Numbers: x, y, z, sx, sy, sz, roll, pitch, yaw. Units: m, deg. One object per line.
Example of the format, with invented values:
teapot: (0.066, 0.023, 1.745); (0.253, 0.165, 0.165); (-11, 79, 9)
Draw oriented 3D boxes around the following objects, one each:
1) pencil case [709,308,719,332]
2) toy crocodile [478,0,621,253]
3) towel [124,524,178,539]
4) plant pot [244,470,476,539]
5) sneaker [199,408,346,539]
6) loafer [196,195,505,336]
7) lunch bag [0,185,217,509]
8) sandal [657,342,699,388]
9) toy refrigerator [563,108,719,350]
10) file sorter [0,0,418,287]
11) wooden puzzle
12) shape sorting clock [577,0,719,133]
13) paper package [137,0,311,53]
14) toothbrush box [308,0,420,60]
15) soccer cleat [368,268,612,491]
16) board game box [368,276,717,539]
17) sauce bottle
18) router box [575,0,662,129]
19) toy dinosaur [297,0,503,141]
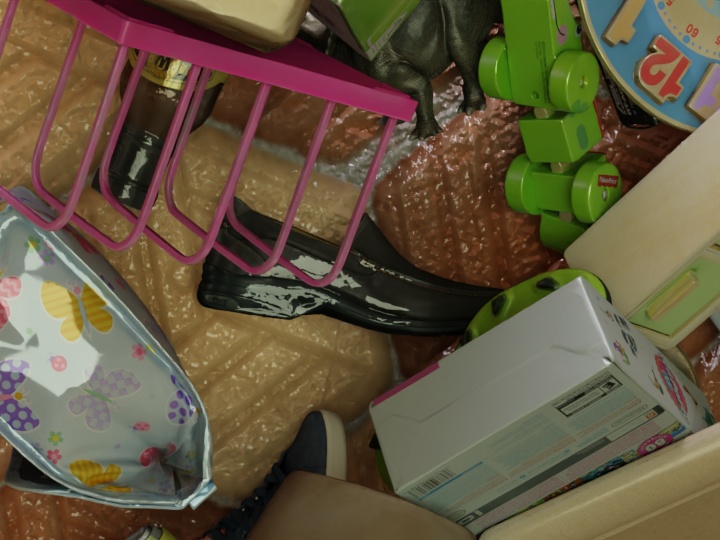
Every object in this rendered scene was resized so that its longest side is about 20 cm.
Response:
pencil case: (0.280, 0.051, 1.296); (0.090, 0.083, 0.201); (-31, 100, -6)
toy crocodile: (0.123, -0.092, 1.237); (0.062, 0.067, 0.202); (-39, 126, -40)
towel: (-0.114, 0.257, 1.228); (0.143, 0.023, 0.200); (-41, 110, 7)
plant pot: (-0.012, 0.216, 1.138); (0.198, 0.200, 0.175); (22, 78, -11)
sneaker: (-0.075, 0.175, 1.254); (0.084, 0.075, 0.202); (21, 92, -15)
loafer: (0.000, 0.000, 1.252); (0.198, 0.073, 0.073); (8, 90, -11)
lunch bag: (-0.172, 0.059, 1.178); (0.127, 0.170, 0.200); (-46, 102, -2)
sandal: (0.195, 0.134, 1.303); (0.079, 0.054, 0.202); (-6, 103, 6)
toy refrigerator: (0.225, -0.041, 1.201); (0.200, 0.070, 0.076); (-43, 144, 23)
file sorter: (-0.100, -0.077, 1.119); (0.199, 0.139, 0.126); (11, 104, -40)
wooden puzzle: (0.181, 0.172, 1.234); (0.184, 0.037, 0.200); (-26, 140, 9)
shape sorting clock: (0.223, -0.181, 1.213); (0.198, 0.039, 0.202); (-1, 95, -15)
paper package: (-0.089, -0.229, 0.992); (0.189, 0.103, 0.202); (19, 92, -12)
toothbrush box: (0.030, -0.233, 1.133); (0.086, 0.146, 0.200); (38, 89, 9)
soccer cleat: (0.088, 0.069, 1.242); (0.200, 0.081, 0.068); (-45, 59, 27)
board game box: (0.117, 0.099, 1.179); (0.147, 0.065, 0.200); (-31, 145, 16)
sauce bottle: (-0.106, -0.133, 1.222); (0.064, 0.065, 0.202); (21, 94, -11)
router box: (0.203, -0.210, 1.259); (0.149, 0.062, 0.201); (-25, 100, -11)
toy dinosaur: (0.045, -0.147, 1.241); (0.198, 0.077, 0.103); (-21, 112, -3)
